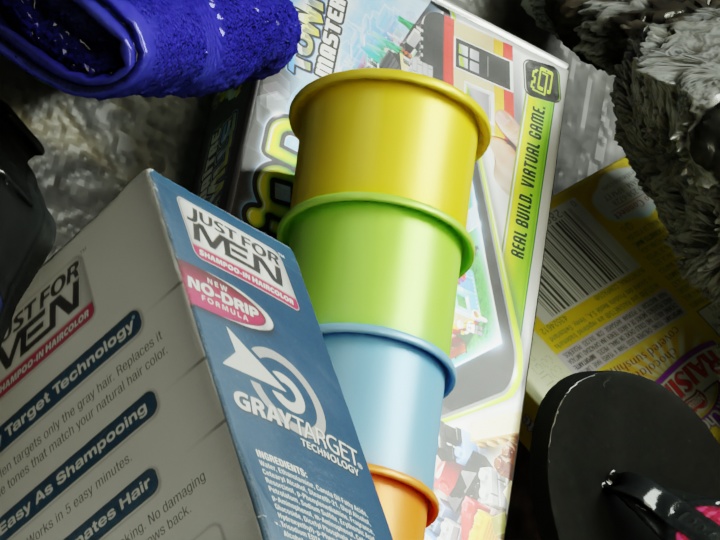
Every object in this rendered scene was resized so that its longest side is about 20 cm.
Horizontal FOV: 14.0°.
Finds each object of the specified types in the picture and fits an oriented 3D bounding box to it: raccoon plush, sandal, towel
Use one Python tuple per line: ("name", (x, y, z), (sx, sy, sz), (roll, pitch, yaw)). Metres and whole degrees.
("raccoon plush", (0.127, -0.022, 0.969), (0.096, 0.200, 0.134), (-11, 116, -14))
("sandal", (0.116, 0.117, 0.896), (0.075, 0.045, 0.200), (-29, 97, -33))
("towel", (-0.090, -0.100, 0.779), (0.147, 0.200, 0.050), (34, 99, 6))

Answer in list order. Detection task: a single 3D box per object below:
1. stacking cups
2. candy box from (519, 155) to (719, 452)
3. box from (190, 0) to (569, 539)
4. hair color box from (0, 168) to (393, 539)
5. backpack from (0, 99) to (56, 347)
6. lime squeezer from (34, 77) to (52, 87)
("stacking cups", (-0.005, 0.045, 0.809), (0.060, 0.060, 0.201), (22, 62, -26))
("candy box", (0.116, 0.004, 0.993), (0.200, 0.026, 0.102), (-28, 71, -38))
("box", (0.000, 0.000, 0.892), (0.110, 0.035, 0.200), (25, 53, -21))
("hair color box", (-0.043, 0.083, 0.721), (0.060, 0.100, 0.200), (28, 31, -42))
("backpack", (-0.184, 0.012, 0.697), (0.200, 0.154, 0.191), (42, 48, -62))
("lime squeezer", (-0.079, -0.090, 0.912), (0.200, 0.038, 0.071), (-16, 52, -37))
